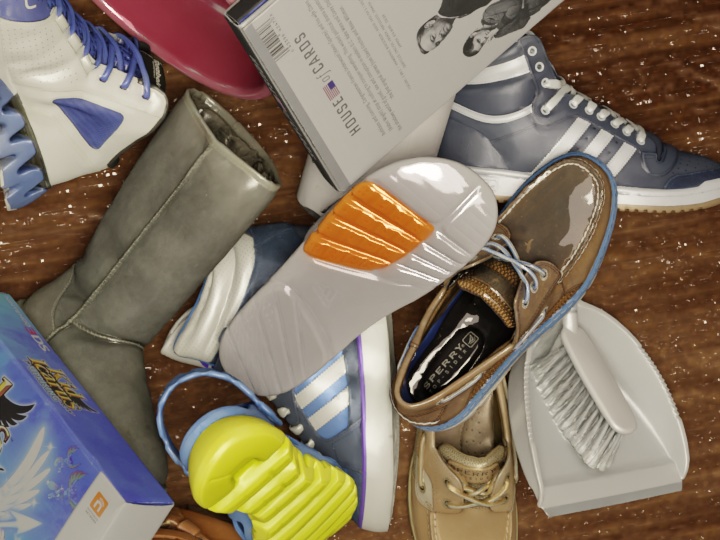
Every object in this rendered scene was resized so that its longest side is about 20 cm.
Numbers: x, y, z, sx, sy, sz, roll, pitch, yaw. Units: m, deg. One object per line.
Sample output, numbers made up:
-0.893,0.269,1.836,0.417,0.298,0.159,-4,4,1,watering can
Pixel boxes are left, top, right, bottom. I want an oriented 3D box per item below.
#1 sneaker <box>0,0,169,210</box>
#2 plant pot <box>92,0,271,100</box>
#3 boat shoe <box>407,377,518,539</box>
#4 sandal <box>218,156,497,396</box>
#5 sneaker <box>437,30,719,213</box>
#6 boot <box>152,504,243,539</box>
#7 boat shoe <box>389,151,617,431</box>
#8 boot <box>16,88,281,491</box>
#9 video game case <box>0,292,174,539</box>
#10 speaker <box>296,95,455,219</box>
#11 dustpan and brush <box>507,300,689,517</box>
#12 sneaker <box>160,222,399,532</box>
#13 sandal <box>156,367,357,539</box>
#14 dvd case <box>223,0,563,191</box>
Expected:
-0.177,-0.131,1.493,0.114,0.081,0.200,-13,135,-10,sneaker
-0.075,-0.233,1.472,0.200,0.200,0.179,40,75,-8,plant pot
0.066,0.126,1.578,0.071,0.065,0.201,-7,97,-5,boat shoe
-0.006,-0.006,1.488,0.206,0.059,0.079,-38,103,22,sandal
0.142,-0.096,1.560,0.198,0.070,0.109,3,98,-3,sneaker
-0.156,0.172,1.515,0.198,0.155,0.074,4,96,-6,boot
0.089,0.014,1.499,0.072,0.072,0.201,33,93,13,boat shoe
-0.116,0.015,1.501,0.200,0.073,0.182,-43,65,10,boot
-0.221,0.143,1.476,0.200,0.045,0.182,46,113,34,video game case
0.023,-0.126,1.515,0.081,0.081,0.201,14,109,-7,speaker
0.135,0.049,1.571,0.139,0.057,0.201,-6,60,-41,dustpan and brush
-0.052,0.069,1.561,0.145,0.081,0.202,-3,101,4,sneaker
-0.064,0.115,1.474,0.079,0.200,0.087,-39,59,-5,sandal
0.029,-0.159,1.423,0.200,0.025,0.151,-41,135,-8,dvd case
